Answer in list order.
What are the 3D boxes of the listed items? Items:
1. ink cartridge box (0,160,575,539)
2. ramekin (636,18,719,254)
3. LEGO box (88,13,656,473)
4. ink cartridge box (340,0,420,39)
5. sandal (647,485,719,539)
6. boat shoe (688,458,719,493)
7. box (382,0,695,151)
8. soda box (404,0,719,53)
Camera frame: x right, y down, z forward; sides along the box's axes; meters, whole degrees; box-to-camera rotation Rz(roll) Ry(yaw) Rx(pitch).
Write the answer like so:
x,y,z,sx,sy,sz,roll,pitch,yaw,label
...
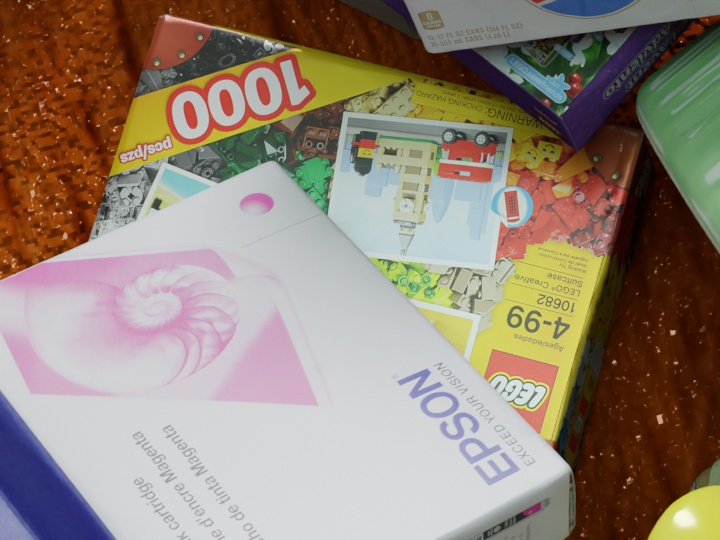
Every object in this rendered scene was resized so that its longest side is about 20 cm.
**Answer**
x,y,z,sx,sy,sz,roll,pitch,yaw,label
-0.062,0.063,1.037,0.200,0.043,0.196,-25,48,-23,ink cartridge box
0.186,-0.018,1.087,0.098,0.200,0.200,-35,74,9,ramekin
0.000,0.000,1.175,0.199,0.077,0.149,14,80,13,LEGO box
0.005,-0.217,1.220,0.145,0.083,0.200,28,84,16,ink cartridge box
0.191,0.125,1.062,0.087,0.200,0.080,29,112,48,sandal
0.134,0.168,1.120,0.076,0.072,0.201,-23,57,40,boat shoe
0.050,-0.156,1.120,0.200,0.039,0.137,40,85,23,box
0.108,-0.129,1.020,0.199,0.068,0.064,-6,50,18,soda box
